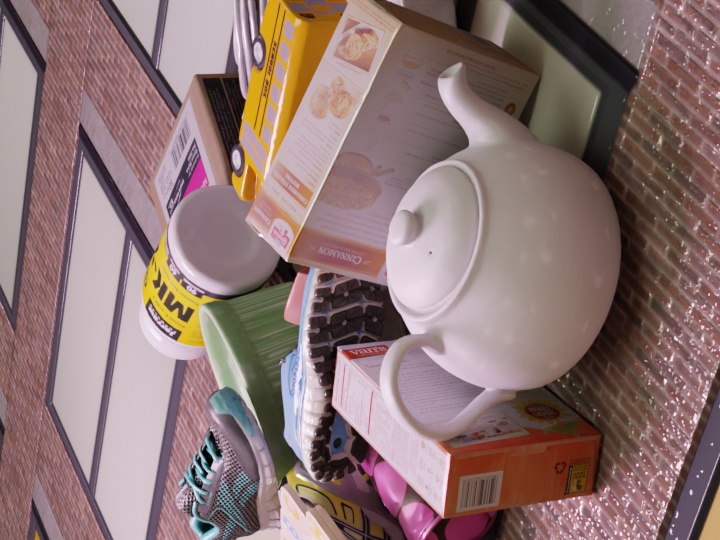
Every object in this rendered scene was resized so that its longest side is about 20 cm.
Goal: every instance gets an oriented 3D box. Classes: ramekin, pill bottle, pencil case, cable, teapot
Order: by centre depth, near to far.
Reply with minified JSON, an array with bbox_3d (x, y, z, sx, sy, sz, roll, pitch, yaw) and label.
[{"bbox_3d":[0.084,-0.008,1.278,0.198,0.145,0.201,-54,37,31],"label":"teapot"},{"bbox_3d":[0.047,0.154,1.491,0.201,0.093,0.091,57,167,40],"label":"pencil case"},{"bbox_3d":[-0.079,-0.262,1.636,0.201,0.068,0.202,-86,-2,-59],"label":"cable"},{"bbox_3d":[-0.071,0.109,1.648,0.200,0.097,0.202,158,90,-78],"label":"ramekin"},{"bbox_3d":[-0.157,0.008,1.756,0.200,0.113,0.115,125,135,-58],"label":"pill bottle"}]

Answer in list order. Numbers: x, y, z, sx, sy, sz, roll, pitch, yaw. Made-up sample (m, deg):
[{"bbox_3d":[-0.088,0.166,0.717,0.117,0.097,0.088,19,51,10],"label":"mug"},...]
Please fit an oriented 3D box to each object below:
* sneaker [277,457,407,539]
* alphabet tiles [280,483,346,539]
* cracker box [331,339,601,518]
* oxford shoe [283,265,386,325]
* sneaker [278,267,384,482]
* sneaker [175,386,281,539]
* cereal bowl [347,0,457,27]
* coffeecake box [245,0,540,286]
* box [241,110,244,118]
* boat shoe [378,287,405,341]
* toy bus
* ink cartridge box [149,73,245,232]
[{"bbox_3d":[0.003,0.246,1.544,0.201,0.076,0.076,52,161,11],"label":"sneaker"},{"bbox_3d":[-0.017,0.282,1.488,0.196,0.014,0.201,52,158,27],"label":"alphabet tiles"},{"bbox_3d":[0.078,0.116,1.366,0.200,0.133,0.058,-139,49,-56],"label":"cracker box"},{"bbox_3d":[0.000,-0.022,1.486,0.073,0.071,0.201,29,130,6],"label":"oxford shoe"},{"bbox_3d":[-0.039,0.072,1.462,0.090,0.078,0.202,25,113,50],"label":"sneaker"},{"bbox_3d":[-0.124,0.186,1.563,0.078,0.090,0.201,56,162,40],"label":"sneaker"},{"bbox_3d":[0.025,-0.204,1.488,0.200,0.082,0.203,13,105,63],"label":"cereal bowl"},{"bbox_3d":[0.025,-0.095,1.356,0.073,0.152,0.201,42,111,46],"label":"coffeecake box"},{"bbox_3d":[-0.083,-0.148,1.697,0.200,0.038,0.042,-131,56,-75],"label":"box"},{"bbox_3d":[0.000,0.000,1.581,0.063,0.072,0.203,17,113,61],"label":"boat shoe"},{"bbox_3d":[-0.058,-0.142,1.504,0.078,0.064,0.202,53,139,46],"label":"toy bus"},{"bbox_3d":[-0.154,-0.086,1.879,0.201,0.074,0.166,-60,41,48],"label":"ink cartridge box"}]
